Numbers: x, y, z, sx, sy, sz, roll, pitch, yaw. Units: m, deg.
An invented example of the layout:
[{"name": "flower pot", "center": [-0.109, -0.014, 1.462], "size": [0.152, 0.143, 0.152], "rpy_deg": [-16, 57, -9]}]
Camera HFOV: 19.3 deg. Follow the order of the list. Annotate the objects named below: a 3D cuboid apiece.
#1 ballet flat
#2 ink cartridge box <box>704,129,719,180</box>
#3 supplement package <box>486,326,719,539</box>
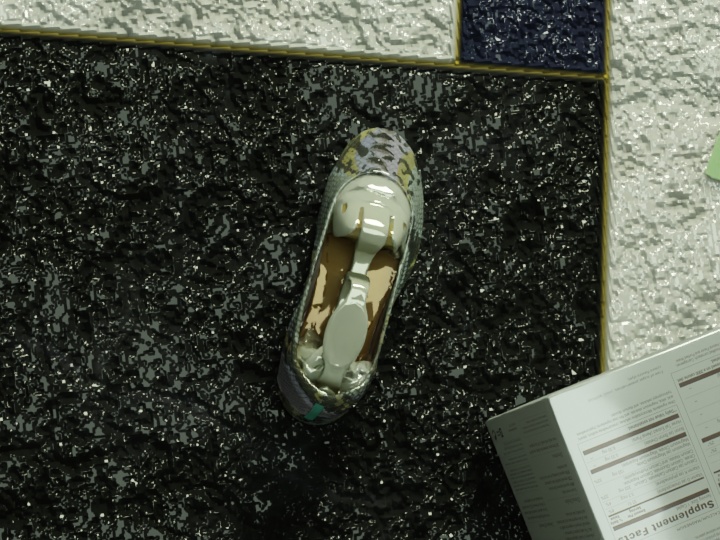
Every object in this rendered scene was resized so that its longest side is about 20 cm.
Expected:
[{"name": "ballet flat", "center": [0.000, 0.000, 1.347], "size": [0.072, 0.072, 0.201], "rpy_deg": [17, 78, -7]}, {"name": "ink cartridge box", "center": [0.352, -0.093, 1.436], "size": [0.200, 0.048, 0.146], "rpy_deg": [23, 79, -8]}, {"name": "supplement package", "center": [0.197, 0.153, 1.314], "size": [0.150, 0.152, 0.200], "rpy_deg": [-20, 85, -13]}]
